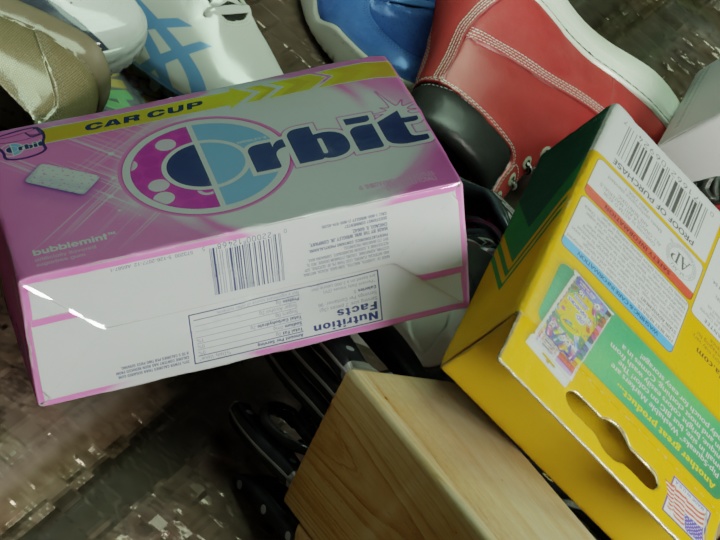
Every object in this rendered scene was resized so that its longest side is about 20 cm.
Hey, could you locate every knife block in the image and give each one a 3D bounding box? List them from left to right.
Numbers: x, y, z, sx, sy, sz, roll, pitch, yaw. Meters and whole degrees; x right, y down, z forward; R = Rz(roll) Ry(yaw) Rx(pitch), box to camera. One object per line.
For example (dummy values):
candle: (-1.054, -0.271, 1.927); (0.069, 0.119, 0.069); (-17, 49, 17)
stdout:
knife block: (0.024, 0.077, 1.216); (0.064, 0.200, 0.177); (7, 73, -37)

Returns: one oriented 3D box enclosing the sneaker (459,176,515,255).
sneaker: (0.072, 0.015, 1.370); (0.200, 0.075, 0.081); (30, 51, 25)

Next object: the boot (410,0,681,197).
boot: (0.096, -0.060, 1.556); (0.200, 0.072, 0.145); (39, 57, -34)

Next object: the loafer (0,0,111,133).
loafer: (-0.206, -0.100, 1.284); (0.199, 0.076, 0.068); (18, 36, -7)

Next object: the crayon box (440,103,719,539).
crayon box: (0.109, 0.033, 1.249); (0.126, 0.052, 0.200); (45, 36, -12)

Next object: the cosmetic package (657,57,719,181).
cosmetic package: (0.255, -0.026, 1.579); (0.200, 0.085, 0.108); (54, 32, -10)

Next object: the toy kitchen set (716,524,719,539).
toy kitchen set: (0.218, 0.146, 1.317); (0.199, 0.163, 0.181); (32, 33, -7)

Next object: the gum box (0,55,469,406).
gum box: (-0.055, -0.022, 1.249); (0.199, 0.066, 0.114); (-12, 36, -11)

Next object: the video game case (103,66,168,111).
video game case: (-0.123, -0.085, 1.411); (0.199, 0.018, 0.144); (12, 42, -33)

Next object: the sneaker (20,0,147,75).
sneaker: (-0.180, -0.165, 1.321); (0.198, 0.130, 0.080); (23, 42, -2)

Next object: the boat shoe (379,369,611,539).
boat shoe: (0.069, 0.115, 1.289); (0.074, 0.063, 0.201); (-37, 74, -18)

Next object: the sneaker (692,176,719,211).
sneaker: (0.173, -0.008, 1.415); (0.199, 0.080, 0.095); (8, 4, 41)

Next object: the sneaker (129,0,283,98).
sneaker: (-0.093, -0.149, 1.436); (0.072, 0.073, 0.200); (-9, 56, -50)

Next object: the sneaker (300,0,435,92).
sneaker: (0.021, -0.187, 1.584); (0.076, 0.111, 0.201); (16, 39, -30)

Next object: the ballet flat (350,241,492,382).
ballet flat: (0.000, 0.000, 1.336); (0.200, 0.068, 0.068); (34, 25, 24)
